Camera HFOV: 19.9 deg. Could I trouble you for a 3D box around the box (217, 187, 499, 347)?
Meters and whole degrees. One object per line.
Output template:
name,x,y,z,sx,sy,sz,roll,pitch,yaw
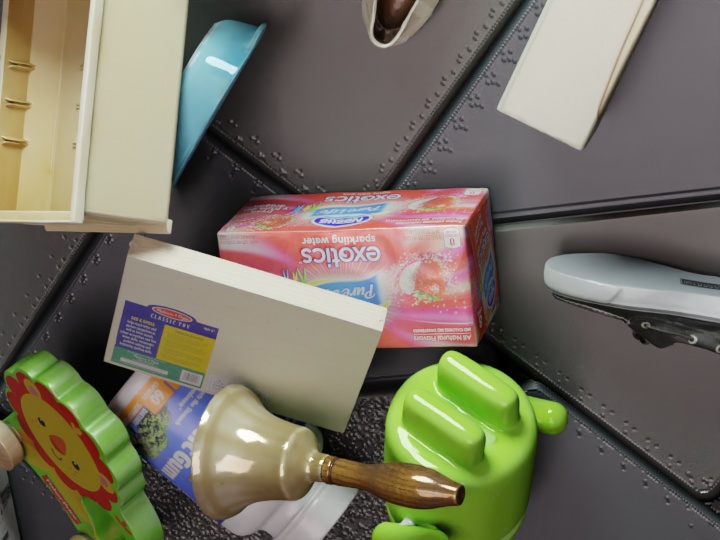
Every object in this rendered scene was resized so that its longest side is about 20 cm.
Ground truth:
box,0.000,0.000,1.594,0.199,0.095,0.103,-1,110,16

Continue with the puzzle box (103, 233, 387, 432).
puzzle box,-0.090,0.049,1.559,0.199,0.025,0.133,17,138,-3

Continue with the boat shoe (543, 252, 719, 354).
boat shoe,0.235,0.032,1.554,0.199,0.069,0.057,11,111,10

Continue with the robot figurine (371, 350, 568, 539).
robot figurine,0.076,0.149,1.582,0.115,0.176,0.200,31,149,21

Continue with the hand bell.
hand bell,-0.015,0.148,1.516,0.199,0.104,0.105,6,110,29

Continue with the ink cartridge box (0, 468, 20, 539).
ink cartridge box,-0.380,0.217,1.784,0.145,0.085,0.201,-4,105,17

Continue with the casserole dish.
casserole dish,-0.135,-0.114,1.578,0.039,0.121,0.200,31,114,-6

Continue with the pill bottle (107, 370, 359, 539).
pill bottle,-0.101,0.143,1.663,0.200,0.112,0.112,40,114,1

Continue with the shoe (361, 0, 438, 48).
shoe,0.055,-0.252,1.516,0.070,0.053,0.201,27,113,6

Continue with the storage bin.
storage bin,-0.224,-0.132,1.543,0.198,0.093,0.201,2,87,48

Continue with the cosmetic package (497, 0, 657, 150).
cosmetic package,0.177,-0.198,1.473,0.073,0.104,0.201,26,114,5

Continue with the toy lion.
toy lion,-0.226,0.158,1.674,0.200,0.069,0.192,55,151,-7
